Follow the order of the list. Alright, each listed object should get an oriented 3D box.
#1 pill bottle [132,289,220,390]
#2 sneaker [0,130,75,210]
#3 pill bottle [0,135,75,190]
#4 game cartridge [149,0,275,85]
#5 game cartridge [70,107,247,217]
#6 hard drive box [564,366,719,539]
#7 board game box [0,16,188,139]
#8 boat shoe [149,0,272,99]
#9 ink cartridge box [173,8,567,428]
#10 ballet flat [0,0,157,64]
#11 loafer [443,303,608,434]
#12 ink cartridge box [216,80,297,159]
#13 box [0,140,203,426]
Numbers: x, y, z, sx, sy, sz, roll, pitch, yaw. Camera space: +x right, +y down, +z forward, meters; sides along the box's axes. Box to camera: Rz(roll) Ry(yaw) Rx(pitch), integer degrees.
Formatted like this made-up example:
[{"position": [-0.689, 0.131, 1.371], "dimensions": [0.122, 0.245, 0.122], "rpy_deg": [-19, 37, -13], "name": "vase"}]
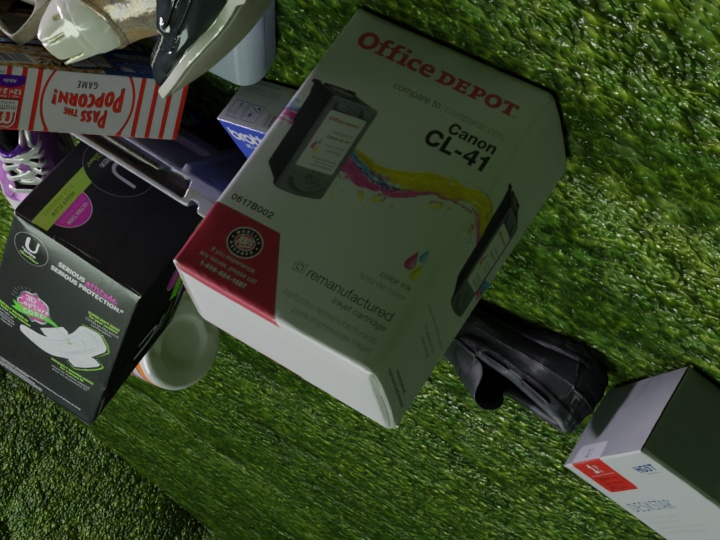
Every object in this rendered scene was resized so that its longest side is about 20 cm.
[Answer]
[{"position": [-0.264, 0.060, 1.961], "dimensions": [0.199, 0.115, 0.114], "rpy_deg": [17, 157, 45], "name": "pill bottle"}, {"position": [-0.284, -0.101, 1.388], "dimensions": [0.072, 0.115, 0.202], "rpy_deg": [-2, 126, 3], "name": "sneaker"}, {"position": [-0.360, -0.160, 1.520], "dimensions": [0.199, 0.110, 0.109], "rpy_deg": [32, 164, 8], "name": "pill bottle"}, {"position": [-0.145, -0.200, 1.115], "dimensions": [0.199, 0.041, 0.133], "rpy_deg": [32, 168, 8], "name": "game cartridge"}, {"position": [-0.168, -0.111, 1.311], "dimensions": [0.199, 0.039, 0.130], "rpy_deg": [32, -158, 9], "name": "game cartridge"}, {"position": [0.275, 0.167, 1.262], "dimensions": [0.199, 0.077, 0.156], "rpy_deg": [36, 164, -4], "name": "hard drive box"}, {"position": [-0.235, -0.152, 1.195], "dimensions": [0.150, 0.047, 0.200], "rpy_deg": [1, -157, -36], "name": "board game box"}, {"position": [-0.090, -0.171, 0.981], "dimensions": [0.066, 0.074, 0.199], "rpy_deg": [48, 151, 0], "name": "boat shoe"}, {"position": [0.008, -0.034, 0.984], "dimensions": [0.147, 0.201, 0.086], "rpy_deg": [27, 162, 22], "name": "ink cartridge box"}, {"position": [-0.198, -0.174, 1.111], "dimensions": [0.199, 0.068, 0.068], "rpy_deg": [21, 160, 40], "name": "ballet flat"}, {"position": [0.105, 0.074, 1.341], "dimensions": [0.199, 0.071, 0.068], "rpy_deg": [20, 159, 41], "name": "loafer"}, {"position": [-0.003, -0.073, 1.178], "dimensions": [0.199, 0.044, 0.094], "rpy_deg": [20, 157, 41], "name": "ink cartridge box"}, {"position": [-0.217, -0.001, 1.397], "dimensions": [0.124, 0.149, 0.201], "rpy_deg": [33, 140, 2], "name": "box"}]
